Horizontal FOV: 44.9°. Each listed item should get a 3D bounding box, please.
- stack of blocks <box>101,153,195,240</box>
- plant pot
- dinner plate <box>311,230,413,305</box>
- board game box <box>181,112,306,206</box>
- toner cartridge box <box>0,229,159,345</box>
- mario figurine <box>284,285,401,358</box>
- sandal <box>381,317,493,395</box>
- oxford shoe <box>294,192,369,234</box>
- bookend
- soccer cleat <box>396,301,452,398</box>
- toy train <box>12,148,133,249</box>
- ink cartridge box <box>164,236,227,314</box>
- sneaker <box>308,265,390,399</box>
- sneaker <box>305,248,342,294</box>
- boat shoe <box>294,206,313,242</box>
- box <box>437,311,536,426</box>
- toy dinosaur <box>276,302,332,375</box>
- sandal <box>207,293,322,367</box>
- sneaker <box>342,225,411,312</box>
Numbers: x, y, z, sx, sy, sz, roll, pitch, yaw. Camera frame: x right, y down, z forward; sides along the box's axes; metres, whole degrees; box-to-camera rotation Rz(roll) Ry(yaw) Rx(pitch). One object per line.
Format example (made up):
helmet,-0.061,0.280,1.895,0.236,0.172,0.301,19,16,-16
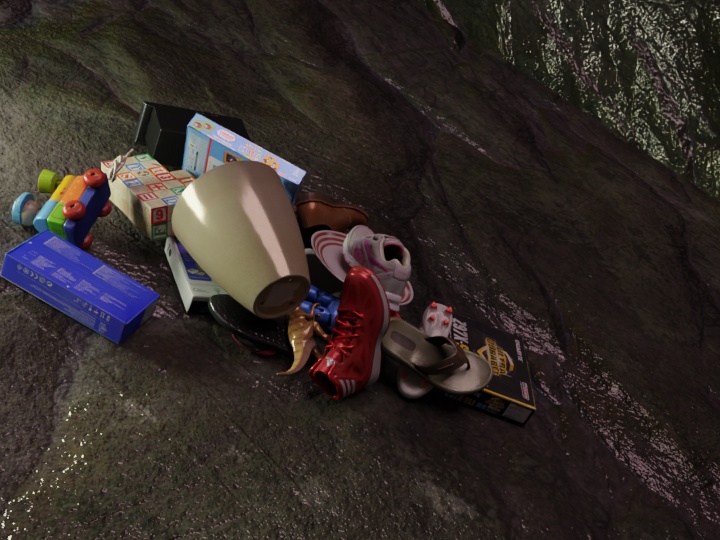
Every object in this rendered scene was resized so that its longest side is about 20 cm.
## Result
stack of blocks,-0.338,-0.128,1.451,0.115,0.059,0.200,-16,37,-34
plant pot,-0.161,-0.030,1.312,0.187,0.187,0.200,-2,45,-39
dinner plate,0.000,0.000,1.473,0.200,0.024,0.200,27,22,-12
board game box,-0.198,-0.161,1.447,0.200,0.151,0.037,29,60,-1
toner cartridge box,-0.399,0.021,1.248,0.200,0.043,0.095,30,29,5
mario figurine,-0.022,0.095,1.419,0.200,0.124,0.106,20,-12,3
sandal,0.117,0.133,1.353,0.201,0.057,0.080,25,62,-12
oxford shoe,-0.051,-0.087,1.575,0.200,0.071,0.071,8,70,-55
bookend,-0.306,-0.214,1.639,0.199,0.092,0.200,5,37,-29
soccer cleat,0.108,0.140,1.441,0.069,0.078,0.200,22,49,4
toy train,-0.450,-0.133,1.372,0.116,0.085,0.200,14,52,5
ink cartridge box,-0.254,-0.006,1.410,0.099,0.039,0.200,6,37,-31
sneaker,-0.018,0.101,1.276,0.078,0.200,0.116,10,24,31
sneaker,-0.058,-0.015,1.552,0.200,0.074,0.116,17,27,-33
boat shoe,-0.125,-0.090,1.612,0.075,0.075,0.202,24,17,13
box,0.210,0.163,1.499,0.160,0.049,0.200,20,31,-8
toy dinosaur,-0.084,0.108,1.317,0.106,0.060,0.200,15,40,-18
sandal,-0.150,0.102,1.328,0.200,0.045,0.075,31,32,-22
sneaker,0.037,-0.022,1.420,0.081,0.088,0.200,18,26,-32
